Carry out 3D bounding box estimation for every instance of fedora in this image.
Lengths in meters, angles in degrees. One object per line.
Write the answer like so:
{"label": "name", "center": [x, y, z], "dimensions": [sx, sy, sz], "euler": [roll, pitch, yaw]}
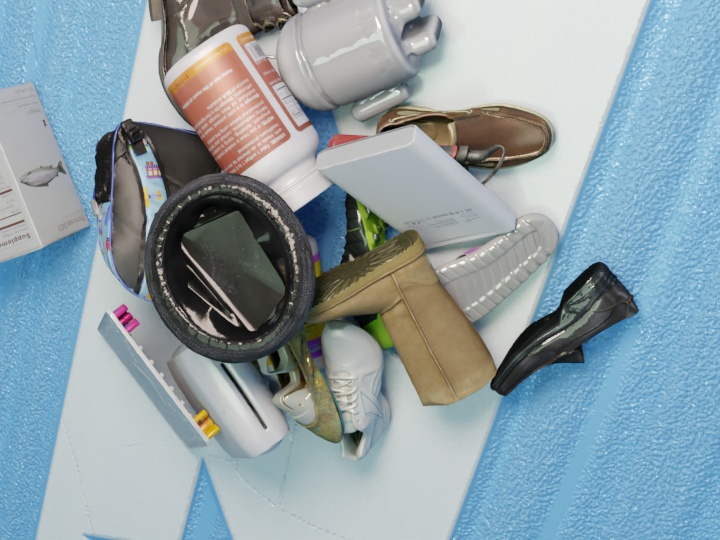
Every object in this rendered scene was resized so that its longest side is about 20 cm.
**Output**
{"label": "fedora", "center": [-0.134, -0.001, 1.199], "dimensions": [0.198, 0.092, 0.203], "euler": [0, 86, 7]}

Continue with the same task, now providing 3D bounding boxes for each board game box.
{"label": "board game box", "center": [-0.257, 0.137, 1.402], "dimensions": [0.026, 0.200, 0.201], "euler": [-37, 92, -18]}

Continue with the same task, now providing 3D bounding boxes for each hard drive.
{"label": "hard drive", "center": [0.063, -0.086, 1.213], "dimensions": [0.131, 0.199, 0.027], "euler": [-11, 59, 37]}

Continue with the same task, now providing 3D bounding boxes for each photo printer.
{"label": "photo printer", "center": [-0.163, 0.152, 1.359], "dimensions": [0.069, 0.200, 0.167], "euler": [-35, 93, -18]}

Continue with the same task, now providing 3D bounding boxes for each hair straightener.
{"label": "hair straightener", "center": [0.065, -0.120, 1.222], "dimensions": [0.198, 0.077, 0.041], "euler": [-1, 64, 22]}

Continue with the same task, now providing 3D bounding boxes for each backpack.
{"label": "backpack", "center": [-0.223, -0.059, 1.289], "dimensions": [0.134, 0.181, 0.203], "euler": [-9, 79, 58]}

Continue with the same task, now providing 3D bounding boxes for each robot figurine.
{"label": "robot figurine", "center": [-0.010, -0.247, 1.228], "dimensions": [0.198, 0.113, 0.171], "euler": [-19, 115, 23]}

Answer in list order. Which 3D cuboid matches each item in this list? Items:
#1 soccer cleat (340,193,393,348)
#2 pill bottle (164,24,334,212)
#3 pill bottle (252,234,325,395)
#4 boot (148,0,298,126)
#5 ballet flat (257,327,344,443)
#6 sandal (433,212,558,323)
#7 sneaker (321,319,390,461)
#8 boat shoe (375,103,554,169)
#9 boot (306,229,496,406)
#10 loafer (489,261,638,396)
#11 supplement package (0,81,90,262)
{"label": "soccer cleat", "center": [0.000, 0.000, 1.317], "dimensions": [0.080, 0.068, 0.202], "euler": [-7, 107, 20]}
{"label": "pill bottle", "center": [-0.117, -0.156, 1.219], "dimensions": [0.112, 0.112, 0.201], "euler": [-31, 96, 24]}
{"label": "pill bottle", "center": [-0.090, 0.063, 1.353], "dimensions": [0.103, 0.104, 0.202], "euler": [-3, 105, 19]}
{"label": "boot", "center": [-0.152, -0.276, 1.291], "dimensions": [0.172, 0.069, 0.202], "euler": [-9, 101, 21]}
{"label": "ballet flat", "center": [-0.080, 0.118, 1.276], "dimensions": [0.070, 0.071, 0.202], "euler": [-15, 102, 22]}
{"label": "sandal", "center": [0.141, 0.003, 1.292], "dimensions": [0.201, 0.050, 0.083], "euler": [-31, 110, 11]}
{"label": "sneaker", "center": [-0.008, 0.147, 1.328], "dimensions": [0.070, 0.081, 0.202], "euler": [3, 130, 22]}
{"label": "boat shoe", "center": [0.112, -0.145, 1.238], "dimensions": [0.200, 0.075, 0.076], "euler": [2, 107, 18]}
{"label": "boot", "center": [0.040, 0.077, 1.257], "dimensions": [0.174, 0.066, 0.201], "euler": [-26, 114, 7]}
{"label": "loafer", "center": [0.229, 0.083, 1.272], "dimensions": [0.072, 0.073, 0.200], "euler": [42, 115, -2]}
{"label": "supplement package", "center": [-0.453, -0.121, 1.412], "dimensions": [0.116, 0.117, 0.202], "euler": [-16, 101, 22]}
